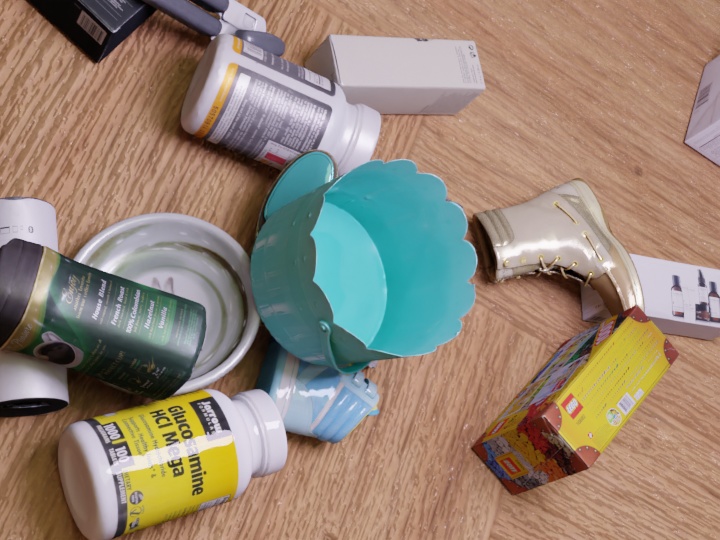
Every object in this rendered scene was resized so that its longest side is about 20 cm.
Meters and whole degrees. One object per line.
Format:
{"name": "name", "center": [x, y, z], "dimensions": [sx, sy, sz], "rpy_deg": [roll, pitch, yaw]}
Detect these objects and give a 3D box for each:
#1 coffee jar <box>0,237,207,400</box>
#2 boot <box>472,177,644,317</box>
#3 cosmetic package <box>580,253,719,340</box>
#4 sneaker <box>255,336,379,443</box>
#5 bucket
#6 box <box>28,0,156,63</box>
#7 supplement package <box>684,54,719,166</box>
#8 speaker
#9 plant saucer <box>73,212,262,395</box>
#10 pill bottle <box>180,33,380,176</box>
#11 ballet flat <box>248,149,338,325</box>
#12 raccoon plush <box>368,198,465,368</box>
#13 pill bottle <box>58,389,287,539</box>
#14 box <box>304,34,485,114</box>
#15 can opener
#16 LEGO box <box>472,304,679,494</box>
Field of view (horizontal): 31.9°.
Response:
{"name": "coffee jar", "center": [-0.246, 0.044, 1.130], "dimensions": [0.199, 0.104, 0.086], "rpy_deg": [22, 57, -23]}
{"name": "boot", "center": [0.231, -0.004, 1.479], "dimensions": [0.155, 0.073, 0.201], "rpy_deg": [-17, 67, -14]}
{"name": "cosmetic package", "center": [0.371, 0.030, 1.579], "dimensions": [0.199, 0.051, 0.083], "rpy_deg": [9, 65, -24]}
{"name": "sneaker", "center": [-0.029, 0.089, 1.335], "dimensions": [0.130, 0.080, 0.201], "rpy_deg": [23, 72, -16]}
{"name": "bucket", "center": [0.000, 0.000, 1.245], "dimensions": [0.207, 0.135, 0.208], "rpy_deg": [10, 73, -35]}
{"name": "box", "center": [-0.305, -0.346, 1.359], "dimensions": [0.200, 0.079, 0.141], "rpy_deg": [43, 60, -6]}
{"name": "supplement package", "center": [0.579, -0.208, 1.719], "dimensions": [0.200, 0.151, 0.152], "rpy_deg": [31, 59, -13]}
{"name": "speaker", "center": [-0.324, 0.036, 1.199], "dimensions": [0.081, 0.081, 0.201], "rpy_deg": [0, 71, -27]}
{"name": "plant saucer", "center": [-0.198, 0.040, 1.261], "dimensions": [0.199, 0.050, 0.201], "rpy_deg": [3, 62, -5]}
{"name": "pill bottle", "center": [-0.086, -0.170, 1.381], "dimensions": [0.199, 0.116, 0.117], "rpy_deg": [23, 62, -18]}
{"name": "ballet flat", "center": [-0.080, -0.033, 1.342], "dimensions": [0.070, 0.071, 0.201], "rpy_deg": [26, 79, -16]}
{"name": "raccoon plush", "center": [0.054, 0.000, 1.376], "dimensions": [0.096, 0.134, 0.201], "rpy_deg": [9, 67, -25]}
{"name": "pill bottle", "center": [-0.176, 0.177, 1.202], "dimensions": [0.199, 0.112, 0.113], "rpy_deg": [-13, 77, -31]}
{"name": "box", "center": [0.041, -0.229, 1.492], "dimensions": [0.199, 0.082, 0.069], "rpy_deg": [-2, 72, -29]}
{"name": "can opener", "center": [-0.154, -0.281, 1.376], "dimensions": [0.200, 0.067, 0.054], "rpy_deg": [21, 84, -57]}
{"name": "LEGO box", "center": [0.241, 0.145, 1.409], "dimensions": [0.077, 0.149, 0.200], "rpy_deg": [49, 57, -2]}
